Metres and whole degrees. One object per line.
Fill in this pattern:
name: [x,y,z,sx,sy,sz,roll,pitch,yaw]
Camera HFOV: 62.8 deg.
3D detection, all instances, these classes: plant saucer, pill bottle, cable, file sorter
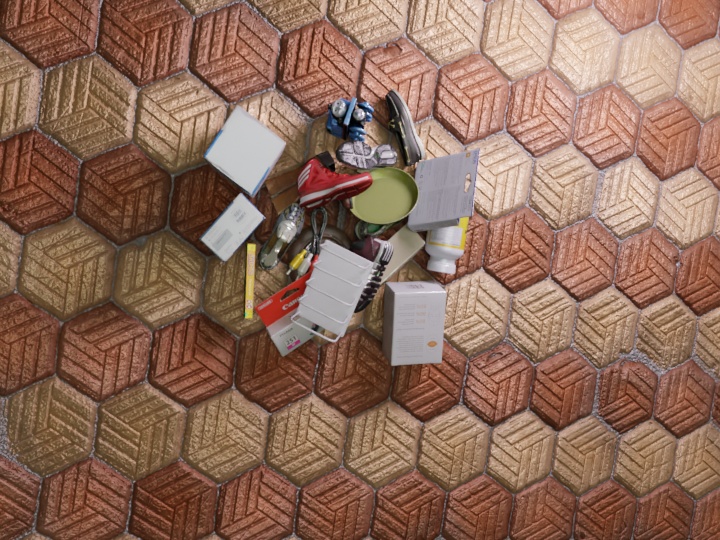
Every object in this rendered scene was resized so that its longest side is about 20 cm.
plant saucer: [0.059,-0.193,1.568,0.192,0.031,0.205,-3,54,4]
pill bottle: [0.237,-0.099,1.626,0.108,0.112,0.208,8,93,-13]
cable: [-0.117,-0.062,1.543,0.095,0.050,0.206,23,89,-11]
file sorter: [-0.072,0.050,1.441,0.135,0.124,0.205,24,97,4]
plant saucer: [-0.101,-0.023,1.595,0.193,0.037,0.209,-1,94,-12]

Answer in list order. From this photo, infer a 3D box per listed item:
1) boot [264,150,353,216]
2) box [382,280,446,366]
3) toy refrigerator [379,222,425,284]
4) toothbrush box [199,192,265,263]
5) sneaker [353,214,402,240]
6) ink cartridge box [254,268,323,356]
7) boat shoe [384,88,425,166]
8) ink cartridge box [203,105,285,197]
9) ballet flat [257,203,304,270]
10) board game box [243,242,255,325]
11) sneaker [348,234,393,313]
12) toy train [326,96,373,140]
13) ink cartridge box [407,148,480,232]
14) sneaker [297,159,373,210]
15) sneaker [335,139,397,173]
boot: [-0.132,-0.199,1.527,0.196,0.069,0.192,-28,75,-9]
box: [0.144,0.142,1.611,0.147,0.106,0.208,-1,105,-13]
toy refrigerator: [0.079,-0.031,1.613,0.199,0.070,0.076,-42,83,-6]
toothbrush box: [-0.315,-0.106,1.456,0.085,0.200,0.147,43,86,-11]
sneaker: [0.075,-0.143,1.598,0.198,0.088,0.078,-39,102,-7]
ink cartridge box: [-0.158,0.111,1.542,0.197,0.044,0.176,-32,138,-9]
boat shoe: [0.110,-0.385,1.595,0.059,0.072,0.206,-27,100,-9]
ink cartridge box: [-0.282,-0.284,1.449,0.143,0.200,0.150,35,87,-11]
ballet flat: [-0.202,-0.077,1.510,0.071,0.073,0.202,30,115,-12]
board game box: [-0.288,0.033,1.525,0.029,0.095,0.208,5,93,-13]
sneaker: [0.000,0.000,1.549,0.114,0.075,0.204,30,94,30]
toy train: [-0.031,-0.383,1.504,0.111,0.200,0.090,19,91,-2]
ink cartridge box: [0.224,-0.209,1.552,0.043,0.195,0.203,34,60,-47]
sneaker: [-0.071,-0.237,1.468,0.193,0.078,0.119,-16,76,5]
sneaker: [-0.006,-0.282,1.541,0.196,0.114,0.078,-6,82,-40]
